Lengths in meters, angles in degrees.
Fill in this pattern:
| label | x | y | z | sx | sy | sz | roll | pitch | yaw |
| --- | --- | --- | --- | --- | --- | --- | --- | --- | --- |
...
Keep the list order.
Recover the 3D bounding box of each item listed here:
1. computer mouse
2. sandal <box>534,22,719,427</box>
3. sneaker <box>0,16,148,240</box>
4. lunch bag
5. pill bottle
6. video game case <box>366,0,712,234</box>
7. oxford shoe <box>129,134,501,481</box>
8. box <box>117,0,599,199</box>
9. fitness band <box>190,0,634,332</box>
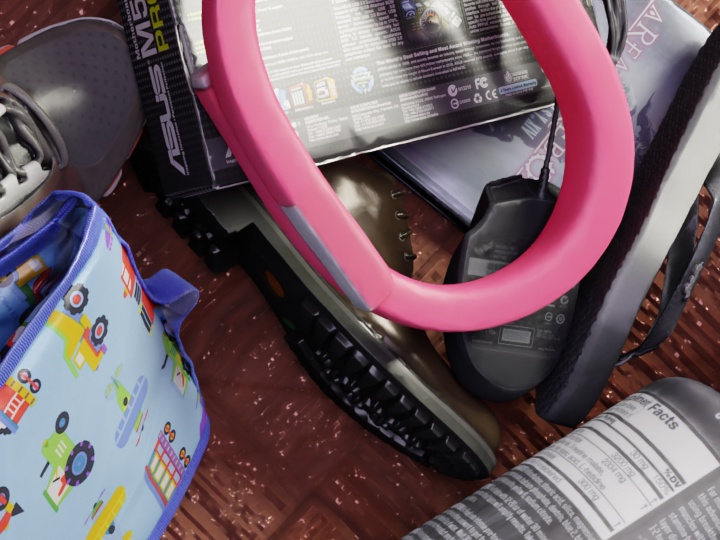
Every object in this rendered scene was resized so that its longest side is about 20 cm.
| label | x | y | z | sx | sy | sz | roll | pitch | yaw |
| --- | --- | --- | --- | --- | --- | --- | --- | --- | --- |
| computer mouse | 0.069 | -0.046 | 0.866 | 0.059 | 0.034 | 0.200 | 11 | 93 | -25 |
| sandal | 0.133 | -0.021 | 0.894 | 0.043 | 0.076 | 0.200 | 31 | 77 | -5 |
| sneaker | -0.145 | -0.028 | 0.791 | 0.077 | 0.082 | 0.200 | 48 | 65 | -7 |
| lunch bag | -0.128 | 0.075 | 0.798 | 0.094 | 0.151 | 0.200 | 28 | 67 | 32 |
| pill bottle | 0.109 | 0.114 | 0.870 | 0.200 | 0.106 | 0.106 | -30 | 87 | -13 |
| video game case | 0.063 | -0.093 | 0.942 | 0.200 | 0.019 | 0.143 | 39 | 77 | -1 |
| oxford shoe | 0.000 | 0.000 | 0.890 | 0.084 | 0.073 | 0.200 | -40 | 92 | -21 |
| box | -0.003 | -0.128 | 0.861 | 0.200 | 0.044 | 0.161 | -17 | 94 | -31 |
| fitness band | 0.021 | -0.068 | 0.809 | 0.144 | 0.037 | 0.200 | -38 | 109 | -16 |
